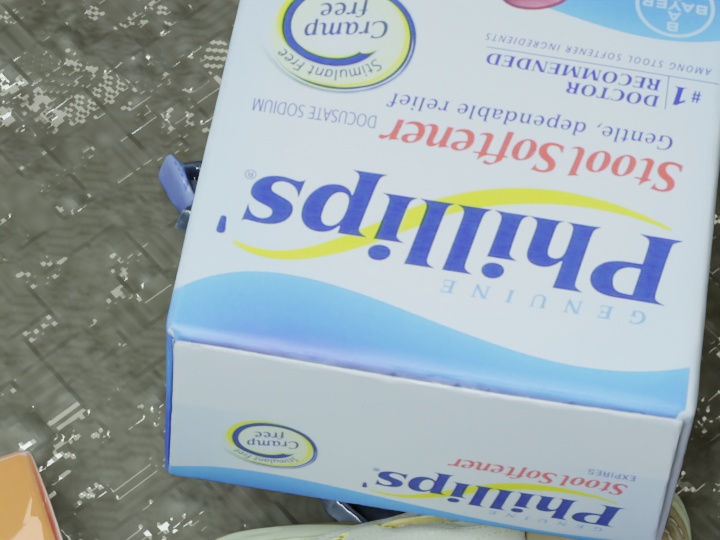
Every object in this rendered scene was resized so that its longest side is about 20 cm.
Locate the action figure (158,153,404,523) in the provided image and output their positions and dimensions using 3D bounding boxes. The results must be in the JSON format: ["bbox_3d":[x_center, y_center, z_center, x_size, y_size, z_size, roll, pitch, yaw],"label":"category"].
[{"bbox_3d":[0.000,0.000,1.079,0.193,0.105,0.200,-26,66,-27],"label":"action figure"}]

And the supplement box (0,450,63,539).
[{"bbox_3d":[-0.207,0.135,1.012,0.199,0.067,0.069,-16,63,-10],"label":"supplement box"}]

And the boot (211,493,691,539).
[{"bbox_3d":[0.031,0.131,0.967,0.199,0.155,0.073,-9,103,-1],"label":"boot"}]

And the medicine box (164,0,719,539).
[{"bbox_3d":[0.035,-0.018,0.983,0.181,0.103,0.201,9,55,2],"label":"medicine box"}]
